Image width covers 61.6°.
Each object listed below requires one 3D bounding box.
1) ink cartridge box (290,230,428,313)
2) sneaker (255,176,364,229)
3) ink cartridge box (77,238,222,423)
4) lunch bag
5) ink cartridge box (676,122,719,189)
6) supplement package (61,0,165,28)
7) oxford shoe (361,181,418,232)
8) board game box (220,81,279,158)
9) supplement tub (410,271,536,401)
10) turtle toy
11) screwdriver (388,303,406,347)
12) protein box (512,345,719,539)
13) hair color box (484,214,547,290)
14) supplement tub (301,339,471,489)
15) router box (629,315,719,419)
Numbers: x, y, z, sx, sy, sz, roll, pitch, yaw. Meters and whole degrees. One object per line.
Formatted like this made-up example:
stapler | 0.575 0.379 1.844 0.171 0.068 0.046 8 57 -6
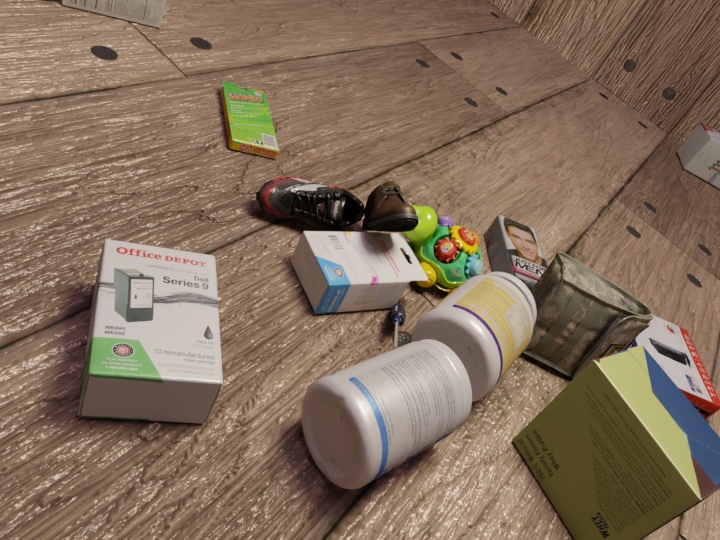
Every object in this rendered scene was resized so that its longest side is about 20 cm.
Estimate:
ink cartridge box | 0.000 0.000 0.977 0.196 0.069 0.117 -1 47 -35
sneaker | -0.076 -0.114 1.026 0.196 0.073 0.097 6 11 -30
ink cartridge box | -0.247 0.069 0.721 0.142 0.085 0.203 9 42 -26
lunch bag | 0.389 0.096 1.060 0.196 0.166 0.118 26 32 -5
ink cartridge box | 1.344 -0.429 2.297 0.196 0.146 0.147 27 37 -7
supplement package | -0.509 -0.632 1.251 0.195 0.152 0.154 1 47 -32
oxford shoe | 0.044 -0.106 0.998 0.071 0.087 0.199 3 5 -17
board game box | -0.220 -0.299 1.188 0.093 0.030 0.204 8 46 -28
supplement tub | 0.182 0.095 0.936 0.145 0.147 0.198 43 39 15
turtle toy | 0.145 -0.042 1.079 0.197 0.101 0.148 28 37 -20
screwdriver | 0.050 0.081 0.895 0.028 0.029 0.200 23 11 5
protein box | 0.358 0.253 0.838 0.132 0.202 0.201 -5 50 -37
hair color box | 0.318 -0.016 1.218 0.097 0.061 0.203 19 39 -15
supplement tub | 0.035 0.174 0.762 0.197 0.133 0.133 -13 55 -41
router box | 0.605 0.178 1.212 0.175 0.049 0.203 22 39 -13
